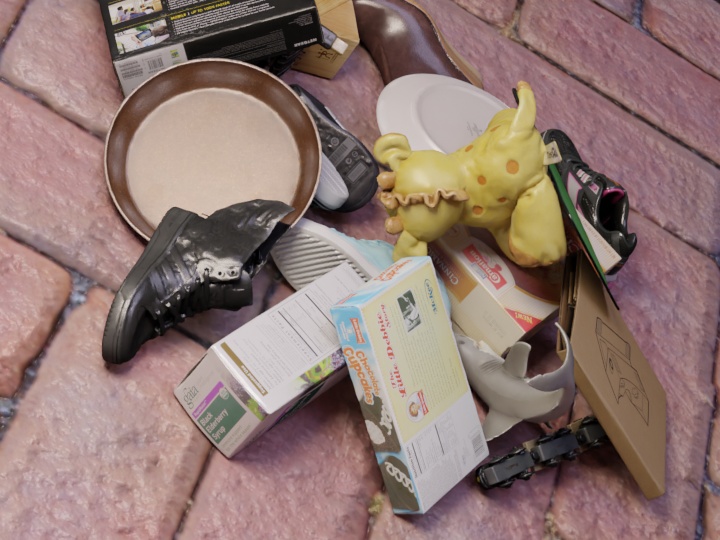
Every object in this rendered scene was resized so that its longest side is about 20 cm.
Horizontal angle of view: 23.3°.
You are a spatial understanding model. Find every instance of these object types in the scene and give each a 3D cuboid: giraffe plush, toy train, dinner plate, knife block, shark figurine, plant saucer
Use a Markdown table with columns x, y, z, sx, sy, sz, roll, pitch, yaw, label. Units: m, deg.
| x | y | z | sx | sy | sz | roll | pitch | yaw | label |
| --- | --- | --- | --- | --- | --- | --- | --- | --- | --- |
| 0.095 | -0.073 | 1.633 | 0.162 | 0.200 | 0.173 | -14 | 74 | -4 | giraffe plush |
| 0.181 | 0.171 | 1.659 | 0.200 | 0.046 | 0.034 | -16 | 82 | -42 | toy train |
| 0.111 | -0.137 | 1.786 | 0.200 | 0.024 | 0.201 | 19 | 42 | -18 | dinner plate |
| -0.094 | -0.275 | 1.820 | 0.175 | 0.064 | 0.200 | 15 | 48 | -27 | knife block |
| 0.146 | 0.123 | 1.607 | 0.089 | 0.214 | 0.128 | -39 | 104 | -19 | shark figurine |
| -0.135 | -0.099 | 1.605 | 0.199 | 0.035 | 0.201 | 1 | 69 | -2 | plant saucer |

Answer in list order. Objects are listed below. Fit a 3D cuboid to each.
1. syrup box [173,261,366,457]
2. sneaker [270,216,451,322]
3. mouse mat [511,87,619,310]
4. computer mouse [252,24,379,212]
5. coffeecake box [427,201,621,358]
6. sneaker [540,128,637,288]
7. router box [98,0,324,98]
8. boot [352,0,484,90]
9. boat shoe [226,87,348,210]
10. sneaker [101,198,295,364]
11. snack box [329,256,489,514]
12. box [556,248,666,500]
| x | y | z | sx | sy | sz | roll | pitch | yaw | label |
| --- | --- | --- | --- | --- | --- | --- | --- | --- | --- |
| -0.063 | 0.076 | 1.532 | 0.081 | 0.079 | 0.200 | 48 | 42 | 7 | syrup box |
| 0.000 | 0.000 | 1.659 | 0.200 | 0.074 | 0.082 | 34 | 32 | -19 | sneaker |
| 0.201 | -0.070 | 1.712 | 0.161 | 0.008 | 0.200 | 55 | 14 | -46 | mouse mat |
| -0.045 | -0.161 | 1.723 | 0.200 | 0.141 | 0.046 | 38 | 6 | 1 | computer mouse |
| 0.148 | -0.012 | 1.768 | 0.154 | 0.073 | 0.200 | 48 | 42 | 8 | coffeecake box |
| 0.251 | -0.078 | 1.891 | 0.080 | 0.086 | 0.200 | 3 | 53 | -37 | sneaker |
| -0.148 | -0.255 | 1.678 | 0.199 | 0.051 | 0.149 | -16 | 48 | -3 | router box |
| 0.048 | -0.206 | 1.859 | 0.200 | 0.072 | 0.167 | 35 | 40 | -12 | boot |
| -0.099 | -0.116 | 1.681 | 0.200 | 0.071 | 0.072 | 42 | 15 | 12 | boat shoe |
| -0.139 | 0.010 | 1.505 | 0.104 | 0.060 | 0.200 | 19 | 53 | 8 | sneaker |
| 0.046 | 0.101 | 1.547 | 0.116 | 0.037 | 0.201 | -33 | 112 | -48 | snack box |
| 0.248 | 0.101 | 1.703 | 0.200 | 0.021 | 0.164 | 57 | 26 | -26 | box |
